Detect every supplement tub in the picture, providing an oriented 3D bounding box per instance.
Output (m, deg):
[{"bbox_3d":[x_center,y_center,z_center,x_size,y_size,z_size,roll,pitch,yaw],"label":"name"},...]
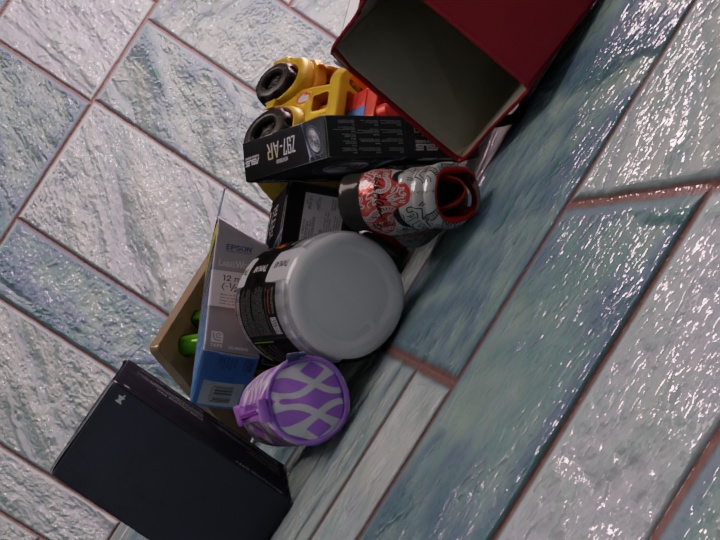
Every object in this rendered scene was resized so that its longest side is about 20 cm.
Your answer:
[{"bbox_3d":[-0.048,0.030,1.327,0.123,0.122,0.200,-59,17,-16],"label":"supplement tub"}]

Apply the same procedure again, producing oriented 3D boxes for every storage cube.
[{"bbox_3d":[0.108,-0.249,1.335,0.180,0.200,0.171,-52,3,-27],"label":"storage cube"}]

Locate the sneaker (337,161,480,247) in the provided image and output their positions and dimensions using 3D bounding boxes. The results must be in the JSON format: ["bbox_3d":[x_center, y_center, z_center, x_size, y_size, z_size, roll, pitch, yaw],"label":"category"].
[{"bbox_3d":[0.070,-0.060,1.279,0.201,0.107,0.068,7,-99,-63],"label":"sneaker"}]

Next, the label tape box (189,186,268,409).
[{"bbox_3d":[-0.141,0.032,1.506,0.144,0.066,0.201,114,164,-60],"label":"label tape box"}]

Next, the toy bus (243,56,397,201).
[{"bbox_3d":[-0.025,-0.182,1.630,0.191,0.136,0.201,-23,43,32],"label":"toy bus"}]

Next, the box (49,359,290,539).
[{"bbox_3d":[-0.177,0.190,1.305,0.104,0.199,0.182,-55,5,-2],"label":"box"}]

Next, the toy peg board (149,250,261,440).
[{"bbox_3d":[-0.142,0.093,1.787,0.097,0.200,0.201,-10,38,39],"label":"toy peg board"}]

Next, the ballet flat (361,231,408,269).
[{"bbox_3d":[0.000,0.000,1.547,0.067,0.057,0.200,-59,6,-27],"label":"ballet flat"}]

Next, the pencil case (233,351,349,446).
[{"bbox_3d":[-0.066,0.127,1.276,0.085,0.084,0.200,-20,-5,-12],"label":"pencil case"}]

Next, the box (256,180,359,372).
[{"bbox_3d":[-0.064,0.015,1.518,0.164,0.085,0.202,153,126,-79],"label":"box"}]

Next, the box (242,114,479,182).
[{"bbox_3d":[0.000,-0.127,1.439,0.160,0.199,0.044,-10,85,53],"label":"box"}]

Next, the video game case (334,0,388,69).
[{"bbox_3d":[0.057,-0.293,1.465,0.022,0.182,0.202,14,90,39],"label":"video game case"}]
